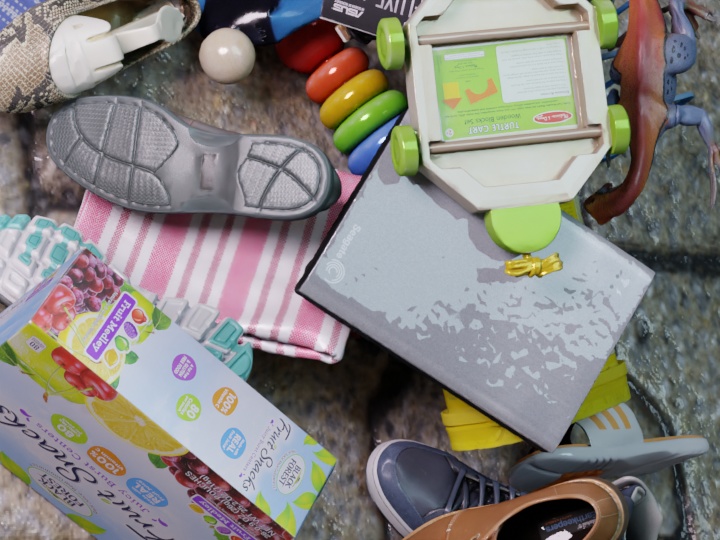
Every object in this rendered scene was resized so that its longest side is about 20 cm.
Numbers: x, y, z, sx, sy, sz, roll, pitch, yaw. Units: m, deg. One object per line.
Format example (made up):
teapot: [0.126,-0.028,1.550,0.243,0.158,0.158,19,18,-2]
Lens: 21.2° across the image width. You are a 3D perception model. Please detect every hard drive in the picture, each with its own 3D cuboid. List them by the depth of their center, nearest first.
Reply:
hard drive: [0.075,0.007,1.258,0.199,0.033,0.140,33,81,-7]

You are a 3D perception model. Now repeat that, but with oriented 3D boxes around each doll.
doll: [-0.066,-0.208,1.402,0.049,0.136,0.201,79,27,-42]

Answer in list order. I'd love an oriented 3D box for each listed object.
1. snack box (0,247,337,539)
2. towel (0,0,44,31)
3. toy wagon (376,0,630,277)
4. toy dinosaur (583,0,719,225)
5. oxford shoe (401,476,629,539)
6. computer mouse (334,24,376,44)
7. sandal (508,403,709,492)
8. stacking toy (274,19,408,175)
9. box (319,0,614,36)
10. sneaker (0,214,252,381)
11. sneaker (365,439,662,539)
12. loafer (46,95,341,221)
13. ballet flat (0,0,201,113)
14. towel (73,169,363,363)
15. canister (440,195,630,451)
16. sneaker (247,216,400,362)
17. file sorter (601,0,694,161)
snack box: [-0.140,0.096,1.156,0.200,0.168,0.068,42,54,-14]
towel: [-0.247,-0.222,1.329,0.145,0.024,0.201,38,50,-15]
toy wagon: [0.094,-0.094,1.232,0.154,0.040,0.201,-6,88,-12]
toy dinosaur: [0.191,-0.126,1.381,0.201,0.104,0.182,61,34,-24]
oxford shoe: [0.076,0.187,1.263,0.072,0.199,0.071,65,15,12]
computer mouse: [0.082,-0.161,1.404,0.199,0.044,0.110,23,20,11]
sandal: [0.180,0.124,1.447,0.206,0.079,0.060,0,68,-46]
stacking toy: [0.007,-0.116,1.427,0.085,0.085,0.201,-33,86,-41]
box: [0.084,-0.199,1.378,0.157,0.050,0.200,20,25,16]
sneaker: [-0.170,0.042,1.218,0.199,0.091,0.078,31,41,2]
sneaker: [0.115,0.164,1.330,0.202,0.146,0.077,34,54,-17]
loafer: [-0.108,-0.066,1.267,0.063,0.199,0.072,21,82,-75]
ballet flat: [-0.172,-0.156,1.288,0.200,0.075,0.068,-37,126,-53]
towel: [-0.091,-0.022,1.284,0.199,0.030,0.147,13,58,2]
canister: [0.104,0.009,1.344,0.148,0.086,0.201,-15,92,-44]
sneaker: [0.000,0.000,1.365,0.200,0.071,0.098,24,65,-25]
file sorter: [0.157,-0.191,1.543,0.138,0.123,0.201,-18,80,-41]
